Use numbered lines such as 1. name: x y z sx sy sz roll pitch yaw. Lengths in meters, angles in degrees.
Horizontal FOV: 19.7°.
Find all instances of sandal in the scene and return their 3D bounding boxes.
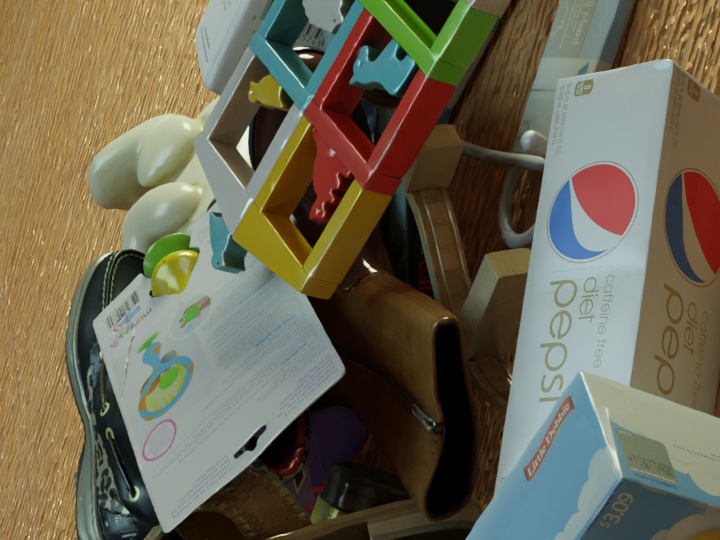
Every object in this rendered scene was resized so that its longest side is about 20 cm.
1. sandal: -0.047 0.124 1.017 0.078 0.211 0.070 92 166 -53

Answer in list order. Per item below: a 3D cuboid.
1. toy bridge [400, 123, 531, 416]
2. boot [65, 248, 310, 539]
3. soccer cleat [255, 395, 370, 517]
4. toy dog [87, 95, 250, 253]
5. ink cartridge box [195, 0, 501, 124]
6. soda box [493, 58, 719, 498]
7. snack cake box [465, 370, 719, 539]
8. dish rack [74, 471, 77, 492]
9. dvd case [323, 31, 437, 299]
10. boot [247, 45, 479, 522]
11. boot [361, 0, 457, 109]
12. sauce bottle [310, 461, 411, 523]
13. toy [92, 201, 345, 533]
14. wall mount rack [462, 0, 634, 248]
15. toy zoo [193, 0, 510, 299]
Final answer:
1. toy bridge: 0.063 0.018 0.993 0.200 0.027 0.067 62 148 35
2. boot: -0.094 0.058 1.158 0.154 0.073 0.204 -32 50 40
3. soccer cleat: -0.040 0.141 1.183 0.200 0.068 0.073 -53 48 42
4. toy dog: -0.063 -0.025 1.302 0.194 0.140 0.200 -36 28 4
5. ink cartridge box: 0.010 -0.181 1.201 0.200 0.144 0.085 -61 21 23
6. soda box: 0.113 0.016 0.882 0.063 0.068 0.201 -8 63 40
7. snack cake box: 0.088 0.146 0.795 0.200 0.115 0.067 -60 24 27
8. dish rack: -0.121 0.223 1.228 0.200 0.054 0.154 -117 15 -59
9. dvd case: 0.011 -0.023 1.135 0.146 0.022 0.201 -137 42 -66
10. boot: 0.000 0.000 1.013 0.200 0.068 0.189 -132 41 -65
11. boot: 0.038 -0.166 1.065 0.097 0.074 0.201 135 157 -78
12. sauce bottle: -0.020 0.200 1.074 0.201 0.064 0.065 -69 22 3
13. toy: -0.066 0.046 1.044 0.115 0.047 0.200 -43 36 8
14. wall mount rack: 0.095 -0.112 1.038 0.174 0.074 0.201 15 88 68
15. toy zoo: -0.017 -0.079 0.992 0.200 0.020 0.131 -59 43 20
